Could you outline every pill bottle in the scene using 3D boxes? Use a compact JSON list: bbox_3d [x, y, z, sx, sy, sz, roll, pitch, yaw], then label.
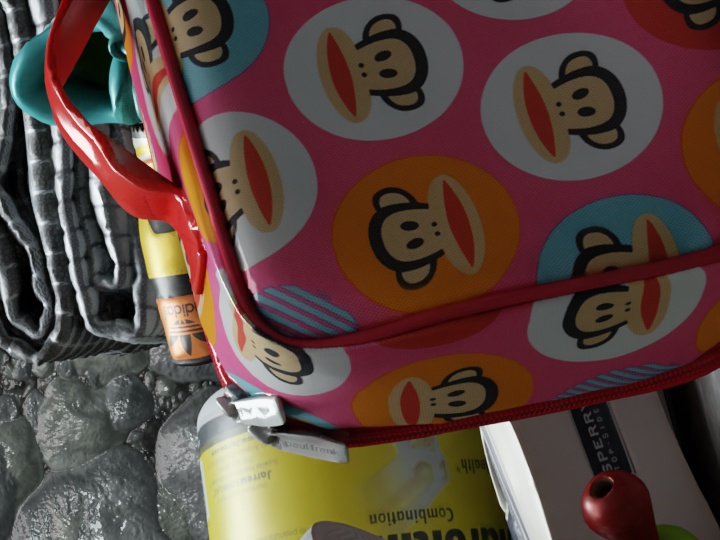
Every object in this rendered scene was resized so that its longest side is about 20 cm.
[{"bbox_3d":[0.009,0.134,0.942,0.112,0.112,0.200,101,161,-76],"label":"pill bottle"}]

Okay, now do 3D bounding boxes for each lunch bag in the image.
[{"bbox_3d":[0.008,-0.056,0.700,0.082,0.176,0.200,88,168,-61],"label":"lunch bag"}]

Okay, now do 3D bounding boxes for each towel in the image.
[{"bbox_3d":[-0.114,-0.063,1.123,0.166,0.086,0.200,0,-102,-75],"label":"towel"}]

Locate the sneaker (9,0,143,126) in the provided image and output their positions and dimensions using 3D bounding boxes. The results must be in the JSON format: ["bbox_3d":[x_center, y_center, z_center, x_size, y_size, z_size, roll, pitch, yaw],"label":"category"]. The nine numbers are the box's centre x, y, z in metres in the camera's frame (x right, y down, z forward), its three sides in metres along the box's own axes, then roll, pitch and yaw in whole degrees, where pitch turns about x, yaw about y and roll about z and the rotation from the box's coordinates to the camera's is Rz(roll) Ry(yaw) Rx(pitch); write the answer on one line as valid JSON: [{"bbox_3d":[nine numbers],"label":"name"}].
[{"bbox_3d":[-0.044,-0.071,0.920,0.200,0.080,0.078,1,120,51],"label":"sneaker"}]

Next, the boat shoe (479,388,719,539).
[{"bbox_3d":[0.061,0.041,0.885,0.093,0.075,0.200,110,148,-70],"label":"boat shoe"}]

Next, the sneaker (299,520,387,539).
[{"bbox_3d":[0.026,0.165,0.812,0.200,0.116,0.074,38,-165,-27],"label":"sneaker"}]

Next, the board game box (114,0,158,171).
[{"bbox_3d":[-0.011,-0.138,0.830,0.046,0.151,0.200,101,156,-74],"label":"board game box"}]

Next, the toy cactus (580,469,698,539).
[{"bbox_3d":[0.109,0.164,0.733,0.165,0.102,0.200,54,-167,-52],"label":"toy cactus"}]

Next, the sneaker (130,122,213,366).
[{"bbox_3d":[0.000,0.000,0.908,0.200,0.070,0.090,8,-101,-49],"label":"sneaker"}]
